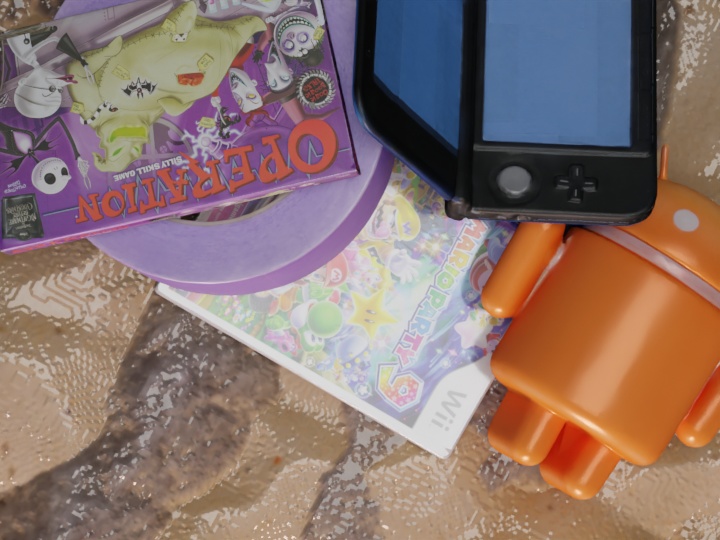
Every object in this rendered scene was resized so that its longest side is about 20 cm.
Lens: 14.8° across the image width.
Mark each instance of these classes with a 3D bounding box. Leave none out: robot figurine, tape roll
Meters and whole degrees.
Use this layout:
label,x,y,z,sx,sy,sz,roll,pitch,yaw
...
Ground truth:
label,x,y,z,sx,sy,sz,roll,pitch,yaw
robot figurine,0.151,0.031,1.588,0.144,0.117,0.200,31,87,24
tape roll,-0.080,-0.088,1.549,0.199,0.085,0.201,0,85,4

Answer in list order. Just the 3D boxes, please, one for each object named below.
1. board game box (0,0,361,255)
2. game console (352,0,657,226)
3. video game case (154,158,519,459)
label,x,y,z,sx,sy,sz,roll,pitch,yaw
board game box,-0.109,-0.088,1.498,0.199,0.032,0.120,-13,88,4
game console,0.084,-0.139,1.535,0.170,0.118,0.200,2,64,1
video game case,0.000,0.000,1.617,0.200,0.018,0.143,30,87,-7
